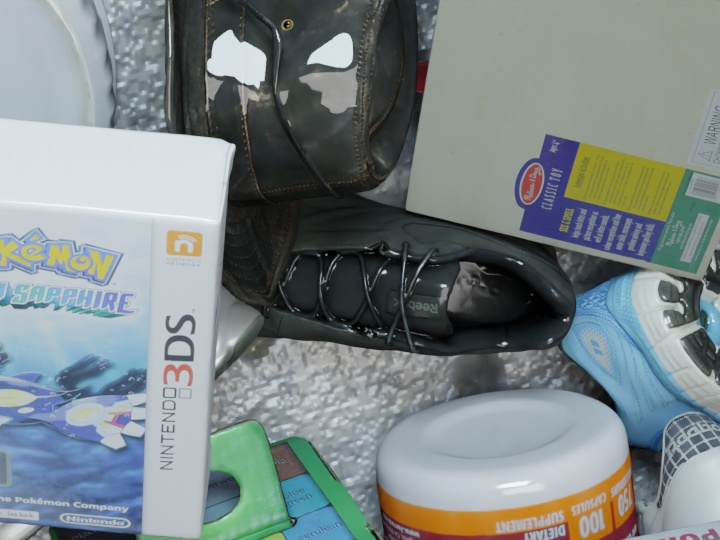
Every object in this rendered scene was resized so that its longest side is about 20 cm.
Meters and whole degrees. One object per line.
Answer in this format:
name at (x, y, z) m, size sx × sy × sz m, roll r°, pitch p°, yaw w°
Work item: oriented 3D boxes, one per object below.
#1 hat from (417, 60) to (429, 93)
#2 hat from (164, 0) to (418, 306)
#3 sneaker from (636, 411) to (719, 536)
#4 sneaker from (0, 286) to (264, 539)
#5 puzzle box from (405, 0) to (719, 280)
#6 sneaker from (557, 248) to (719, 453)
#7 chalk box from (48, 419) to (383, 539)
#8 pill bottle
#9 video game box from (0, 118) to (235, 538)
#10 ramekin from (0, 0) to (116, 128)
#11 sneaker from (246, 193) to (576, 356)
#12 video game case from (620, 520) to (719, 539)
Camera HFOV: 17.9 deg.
hat at (0.103, -0.126, 1.002) m, size 0.199 × 0.175 × 0.167 m, roll 1°, pitch 100°, yaw -55°
hat at (-0.020, -0.089, 0.875) m, size 0.080 × 0.201 × 0.202 m, roll -7°, pitch 107°, yaw 13°
sneaker at (0.157, 0.142, 1.031) m, size 0.076 × 0.081 × 0.201 m, roll -22°, pitch 147°, yaw -18°
sneaker at (-0.132, 0.057, 0.951) m, size 0.200 × 0.070 × 0.080 m, roll -42°, pitch 90°, yaw 17°
puzzle box at (0.090, -0.069, 0.883) m, size 0.132 × 0.200 × 0.026 m, roll 14°, pitch 60°, yaw 2°
sneaker at (0.161, 0.058, 1.042) m, size 0.200 × 0.089 × 0.079 m, roll 45°, pitch 49°, yaw -34°
chalk box at (-0.048, 0.160, 0.949) m, size 0.124 × 0.124 × 0.201 m, roll -19°, pitch 122°, yaw -14°
pill bottle at (0.073, 0.164, 1.015) m, size 0.112 × 0.113 × 0.202 m, roll -12°, pitch 107°, yaw -12°
video game box at (-0.148, 0.021, 0.821) m, size 0.198 × 0.047 × 0.183 m, roll 5°, pitch 135°, yaw -2°
ramekin at (-0.188, -0.067, 0.892) m, size 0.198 × 0.105 × 0.202 m, roll -4°, pitch 104°, yaw -15°
sneaker at (0.000, 0.000, 0.967) m, size 0.198 × 0.091 × 0.077 m, roll 1°, pitch 105°, yaw -14°
video game case at (0.116, 0.191, 0.945) m, size 0.181 × 0.023 × 0.201 m, roll -8°, pitch 124°, yaw -22°
